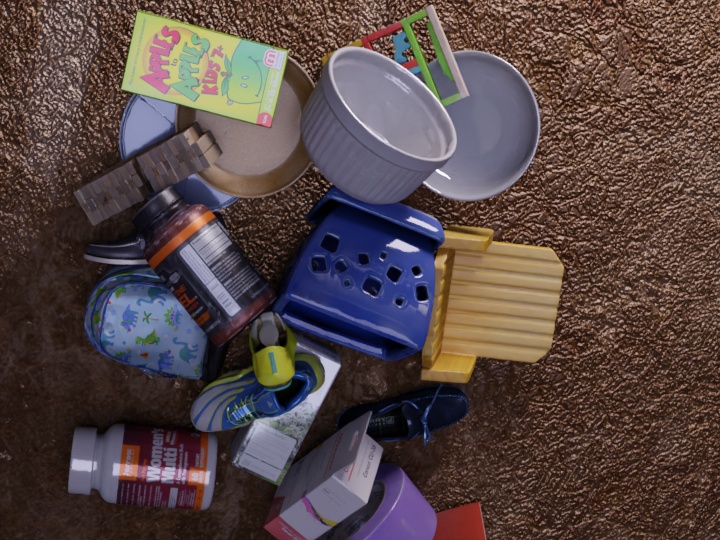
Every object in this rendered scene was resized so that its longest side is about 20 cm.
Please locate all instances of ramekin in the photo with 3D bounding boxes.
[{"bbox_3d":[0.015,-0.179,1.519,0.199,0.201,0.105,31,125,-15],"label":"ramekin"}]

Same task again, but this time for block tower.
[{"bbox_3d":[-0.279,-0.128,1.556,0.198,0.058,0.055,-24,106,22],"label":"block tower"}]

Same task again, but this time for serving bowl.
[{"bbox_3d":[0.152,-0.199,1.639,0.197,0.066,0.204,2,97,13],"label":"serving bowl"}]

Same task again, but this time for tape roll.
[{"bbox_3d":[0.006,0.374,1.682,0.199,0.200,0.085,-39,105,1],"label":"tape roll"}]

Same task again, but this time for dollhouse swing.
[{"bbox_3d":[0.190,0.054,1.668,0.173,0.182,0.203,10,101,9],"label":"dollhouse swing"}]

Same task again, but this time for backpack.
[{"bbox_3d":[-0.275,0.065,1.611,0.197,0.154,0.165,18,106,0],"label":"backpack"}]

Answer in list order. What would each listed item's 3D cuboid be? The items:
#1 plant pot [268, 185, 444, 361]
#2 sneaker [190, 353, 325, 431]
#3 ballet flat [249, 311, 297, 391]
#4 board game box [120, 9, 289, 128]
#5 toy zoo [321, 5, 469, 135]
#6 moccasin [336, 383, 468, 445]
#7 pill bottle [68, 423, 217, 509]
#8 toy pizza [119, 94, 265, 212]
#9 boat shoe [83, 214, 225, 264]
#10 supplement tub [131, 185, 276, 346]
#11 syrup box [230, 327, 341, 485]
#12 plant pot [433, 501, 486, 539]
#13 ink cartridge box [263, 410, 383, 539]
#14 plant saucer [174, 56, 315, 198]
[{"bbox_3d":[0.000,0.000,1.594,0.197,0.200,0.182,20,78,-8],"label":"plant pot"},{"bbox_3d":[-0.144,0.167,1.586,0.198,0.105,0.077,-25,93,5],"label":"sneaker"},{"bbox_3d":[-0.117,0.093,1.568,0.066,0.200,0.068,-15,108,-2],"label":"ballet flat"},{"bbox_3d":[-0.199,-0.257,1.520,0.197,0.048,0.103,13,100,-11],"label":"board game box"},{"bbox_3d":[0.033,-0.257,1.611,0.198,0.020,0.133,-22,95,14],"label":"toy zoo"},{"bbox_3d":[0.067,0.224,1.727,0.197,0.068,0.082,-16,104,-5],"label":"moccasin"},{"bbox_3d":[-0.303,0.272,1.655,0.197,0.110,0.111,6,101,-11],"label":"pill bottle"},{"bbox_3d":[-0.228,-0.177,1.612,0.197,0.032,0.204,-2,103,-8],"label":"toy pizza"},{"bbox_3d":[-0.277,-0.044,1.614,0.197,0.073,0.064,-3,99,-13],"label":"boat shoe"},{"bbox_3d":[-0.205,-0.009,1.519,0.107,0.107,0.201,-39,92,1],"label":"supplement tub"},{"bbox_3d":[-0.107,0.192,1.685,0.078,0.081,0.202,26,96,-11],"label":"syrup box"},{"bbox_3d":[0.104,0.478,1.735,0.173,0.200,0.203,-6,103,3],"label":"plant pot"},{"bbox_3d":[-0.039,0.295,1.659,0.067,0.117,0.200,41,124,-14],"label":"ink cartridge box"},{"bbox_3d":[-0.149,-0.199,1.583,0.197,0.035,0.204,-2,102,-9],"label":"plant saucer"}]
